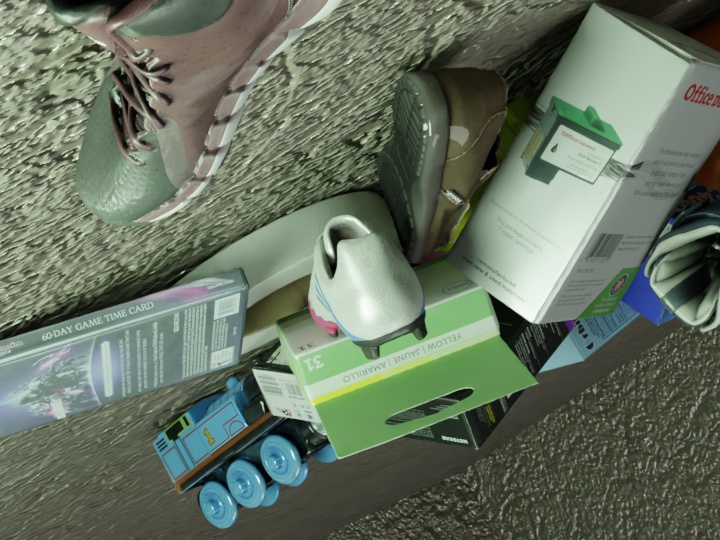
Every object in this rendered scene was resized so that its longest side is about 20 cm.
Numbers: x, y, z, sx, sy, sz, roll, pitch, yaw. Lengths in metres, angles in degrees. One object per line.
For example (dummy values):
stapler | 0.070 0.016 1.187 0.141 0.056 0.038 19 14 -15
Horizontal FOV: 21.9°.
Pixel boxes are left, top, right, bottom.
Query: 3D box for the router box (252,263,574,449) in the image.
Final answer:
router box | 0.040 0.058 1.410 0.200 0.051 0.149 6 -140 39

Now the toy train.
toy train | -0.100 0.154 1.691 0.087 0.114 0.200 -23 168 -46

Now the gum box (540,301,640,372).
gum box | 0.198 0.024 1.621 0.200 0.045 0.170 -35 -173 -32

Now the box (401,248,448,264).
box | 0.121 -0.022 1.506 0.200 0.103 0.095 -35 168 33

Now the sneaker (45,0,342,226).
sneaker | -0.094 -0.091 0.763 0.115 0.076 0.200 -9 147 -48

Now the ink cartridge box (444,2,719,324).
ink cartridge box | 0.163 -0.070 1.245 0.200 0.084 0.146 -61 157 15

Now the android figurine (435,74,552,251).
android figurine | 0.107 -0.074 1.330 0.182 0.041 0.200 -47 159 29

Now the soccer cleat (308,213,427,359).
soccer cleat | 0.000 0.000 1.226 0.070 0.087 0.200 -22 -172 -8

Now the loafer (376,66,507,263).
loafer | 0.057 -0.064 1.169 0.071 0.073 0.200 -14 162 -10

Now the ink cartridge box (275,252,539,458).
ink cartridge box | 0.027 0.054 1.284 0.145 0.048 0.200 -21 -165 -5

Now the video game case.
video game case | -0.172 0.060 1.226 0.199 0.019 0.143 -16 160 -13

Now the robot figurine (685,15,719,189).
robot figurine | 0.290 -0.137 1.384 0.200 0.117 0.144 -29 134 -3

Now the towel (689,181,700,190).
towel | 0.330 -0.129 1.611 0.200 0.086 0.166 -31 167 17

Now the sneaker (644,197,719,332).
sneaker | 0.254 0.002 1.350 0.146 0.077 0.202 -40 164 -28

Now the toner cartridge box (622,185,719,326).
toner cartridge box | 0.300 -0.031 1.529 0.200 0.043 0.095 -23 140 -41

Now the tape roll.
tape roll | -0.062 0.009 1.346 0.202 0.037 0.203 -29 168 -7
